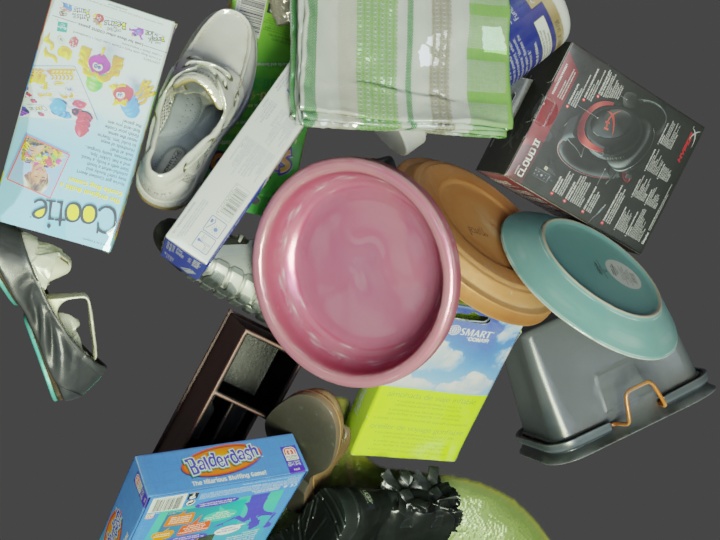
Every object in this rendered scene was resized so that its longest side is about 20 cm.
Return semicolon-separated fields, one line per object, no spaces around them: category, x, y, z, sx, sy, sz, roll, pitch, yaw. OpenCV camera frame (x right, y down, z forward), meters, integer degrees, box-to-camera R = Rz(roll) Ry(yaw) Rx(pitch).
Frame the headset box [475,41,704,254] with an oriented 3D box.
headset box;0.224;-0.128;1.137;0.200;0.075;0.149;26;90;-20

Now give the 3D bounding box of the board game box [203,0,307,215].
board game box;-0.094;-0.153;1.048;0.095;0.030;0.201;12;86;-19

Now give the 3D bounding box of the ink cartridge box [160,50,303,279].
ink cartridge box;-0.099;-0.090;0.976;0.044;0.094;0.200;35;76;-6

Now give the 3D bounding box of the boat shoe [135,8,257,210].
boat shoe;-0.136;-0.150;0.967;0.071;0.069;0.201;18;69;-3

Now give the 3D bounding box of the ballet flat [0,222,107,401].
ballet flat;-0.282;0.023;1.007;0.073;0.073;0.200;-25;112;-12

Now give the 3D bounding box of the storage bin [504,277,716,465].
storage bin;0.244;0.096;1.156;0.200;0.146;0.135;-23;95;-13

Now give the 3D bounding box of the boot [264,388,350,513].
boot;-0.042;0.153;1.055;0.074;0.200;0.075;40;58;15

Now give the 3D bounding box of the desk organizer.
desk organizer;-0.134;0.146;1.068;0.072;0.077;0.200;28;90;-19

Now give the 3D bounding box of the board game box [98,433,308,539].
board game box;-0.152;0.230;1.017;0.152;0.045;0.200;-3;139;-33

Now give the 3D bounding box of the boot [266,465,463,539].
boot;-0.002;0.272;1.126;0.162;0.073;0.198;5;134;-41

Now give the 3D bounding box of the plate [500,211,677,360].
plate;0.222;0.004;1.060;0.200;0.200;0.026;21;122;-20

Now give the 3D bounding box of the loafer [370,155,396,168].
loafer;0.047;-0.018;1.103;0.072;0.073;0.200;-35;109;-14

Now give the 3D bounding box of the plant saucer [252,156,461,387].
plant saucer;0.000;0.000;0.983;0.051;0.200;0.201;-16;109;-59

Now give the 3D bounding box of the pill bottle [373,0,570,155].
pill bottle;0.090;-0.206;1.060;0.200;0.116;0.116;-40;108;-8

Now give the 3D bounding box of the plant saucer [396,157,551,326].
plant saucer;0.111;-0.034;1.059;0.200;0.201;0.032;28;122;-20

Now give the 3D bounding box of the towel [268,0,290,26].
towel;-0.006;-0.314;1.046;0.199;0.034;0.133;-19;95;-17

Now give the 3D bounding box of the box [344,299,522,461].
box;0.070;0.100;1.094;0.122;0.048;0.200;7;125;-22

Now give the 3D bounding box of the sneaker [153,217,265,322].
sneaker;-0.091;-0.019;1.067;0.200;0.075;0.116;35;74;-19

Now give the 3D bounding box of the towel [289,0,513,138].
towel;0.038;-0.192;0.962;0.199;0.031;0.150;2;85;-17

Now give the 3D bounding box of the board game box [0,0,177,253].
board game box;-0.237;-0.130;0.972;0.105;0.103;0.201;16;93;-13
